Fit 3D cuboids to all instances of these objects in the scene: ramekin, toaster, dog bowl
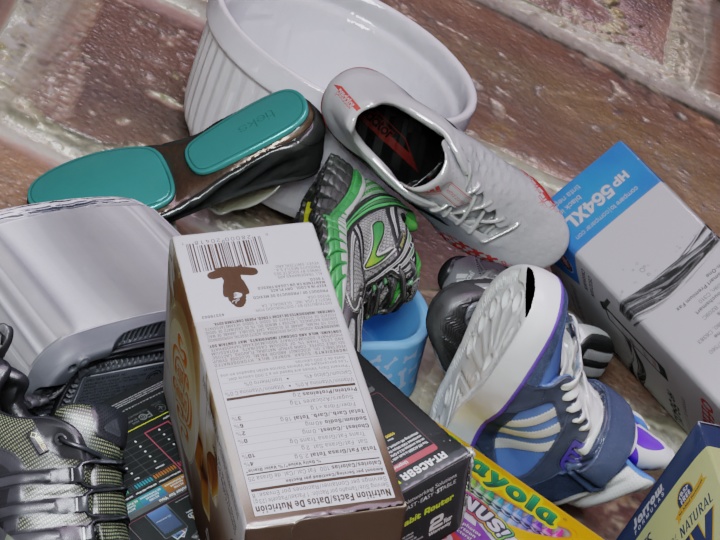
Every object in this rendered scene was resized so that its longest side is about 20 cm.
[{"bbox_3d":[-0.028,-0.117,1.559,0.199,0.105,0.201,21,27,-11],"label":"ramekin"},{"bbox_3d":[-0.162,0.036,1.274,0.199,0.114,0.129,-11,46,-42],"label":"toaster"},{"bbox_3d":[-0.040,0.033,1.421,0.199,0.050,0.112,1,43,-37],"label":"dog bowl"}]

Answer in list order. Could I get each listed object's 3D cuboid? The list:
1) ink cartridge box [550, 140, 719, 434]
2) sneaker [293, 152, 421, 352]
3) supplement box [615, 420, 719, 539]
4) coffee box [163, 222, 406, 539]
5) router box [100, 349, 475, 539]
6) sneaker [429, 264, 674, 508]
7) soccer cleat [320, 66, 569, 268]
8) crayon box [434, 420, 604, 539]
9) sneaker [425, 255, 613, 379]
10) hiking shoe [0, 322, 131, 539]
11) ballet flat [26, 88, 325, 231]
[{"bbox_3d":[0.218,0.031,1.520,0.084,0.146,0.200,-37,62,-6],"label":"ink cartridge box"},{"bbox_3d":[0.000,0.000,1.379,0.085,0.078,0.200,24,33,-8],"label":"sneaker"},{"bbox_3d":[0.275,0.223,1.328,0.199,0.135,0.200,15,36,-21],"label":"supplement box"},{"bbox_3d":[-0.043,0.086,1.110,0.079,0.115,0.201,-6,44,-13],"label":"coffee box"},{"bbox_3d":[-0.061,0.116,1.206,0.199,0.062,0.150,-26,49,-31],"label":"router box"},{"bbox_3d":[0.133,0.076,1.359,0.145,0.200,0.081,14,52,-10],"label":"sneaker"},{"bbox_3d":[0.057,-0.058,1.435,0.200,0.069,0.085,38,9,-19],"label":"soccer cleat"},{"bbox_3d":[0.052,0.164,1.309,0.199,0.058,0.119,34,35,8],"label":"crayon box"},{"bbox_3d":[0.077,0.027,1.484,0.115,0.075,0.200,42,11,34],"label":"sneaker"},{"bbox_3d":[-0.144,0.117,1.095,0.200,0.101,0.076,43,7,18],"label":"hiking shoe"},{"bbox_3d":[-0.113,-0.052,1.440,0.199,0.069,0.068,-18,47,-1],"label":"ballet flat"}]
